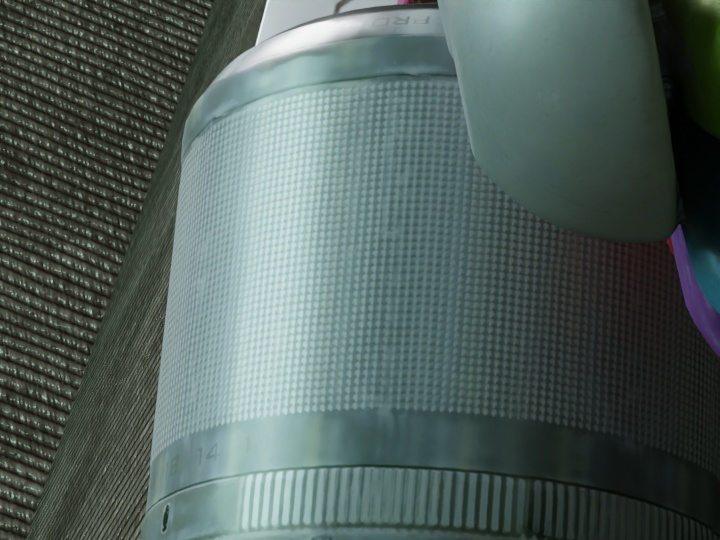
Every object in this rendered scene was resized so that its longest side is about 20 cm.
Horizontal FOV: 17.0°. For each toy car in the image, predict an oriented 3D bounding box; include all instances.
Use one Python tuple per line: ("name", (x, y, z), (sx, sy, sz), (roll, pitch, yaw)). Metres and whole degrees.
("toy car", (0.109, -0.040, 0.533), (0.200, 0.174, 0.150), (-96, -5, -70))

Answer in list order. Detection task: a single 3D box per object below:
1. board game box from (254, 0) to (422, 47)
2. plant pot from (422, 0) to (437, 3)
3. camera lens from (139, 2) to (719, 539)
("board game box", (0.000, 0.000, 0.971), (0.148, 0.064, 0.200), (-78, -17, -47))
("plant pot", (0.069, -0.163, 1.061), (0.201, 0.092, 0.202), (9, -90, -78))
("camera lens", (0.024, 0.040, 0.656), (0.160, 0.159, 0.201), (133, 144, -65))
